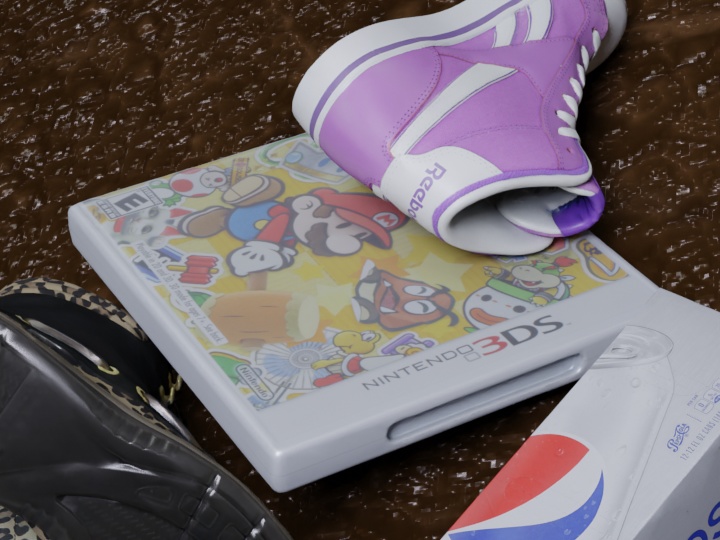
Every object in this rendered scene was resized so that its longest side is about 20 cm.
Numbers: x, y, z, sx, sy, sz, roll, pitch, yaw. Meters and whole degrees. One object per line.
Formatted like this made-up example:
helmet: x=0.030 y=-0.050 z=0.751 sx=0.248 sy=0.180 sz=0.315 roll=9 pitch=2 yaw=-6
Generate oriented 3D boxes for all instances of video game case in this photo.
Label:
video game case: x=0.000 y=0.000 z=0.849 sx=0.181 sy=0.023 sz=0.200 roll=-19 pitch=37 yaw=-23

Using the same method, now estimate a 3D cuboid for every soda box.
soda box: x=0.077 y=0.103 z=0.715 sx=0.063 sy=0.068 sz=0.200 roll=24 pitch=62 yaw=42

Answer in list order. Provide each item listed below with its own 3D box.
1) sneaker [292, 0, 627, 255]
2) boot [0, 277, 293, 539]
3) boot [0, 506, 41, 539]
sneaker: x=0.073 y=-0.061 z=0.873 sx=0.114 sy=0.073 sz=0.200 roll=42 pitch=44 yaw=20
boot: x=-0.087 y=0.077 z=0.797 sx=0.073 sy=0.200 sz=0.151 roll=-51 pitch=4 yaw=6
boot: x=-0.179 y=0.173 z=0.771 sx=0.153 sy=0.074 sz=0.204 roll=-16 pitch=45 yaw=6
